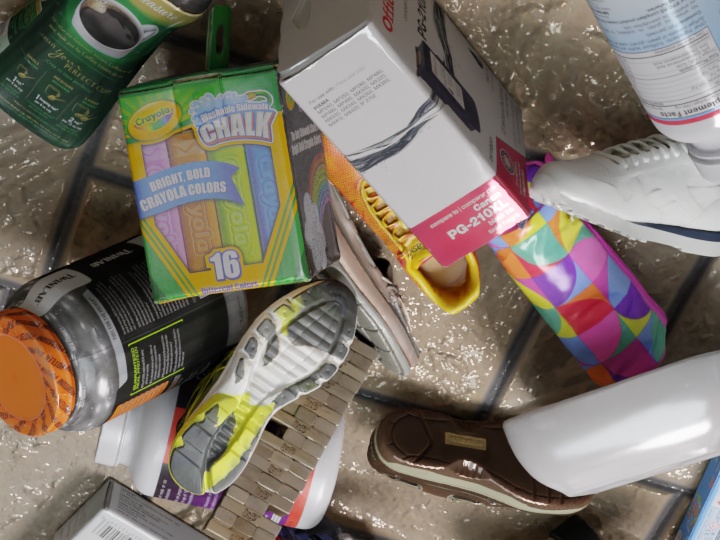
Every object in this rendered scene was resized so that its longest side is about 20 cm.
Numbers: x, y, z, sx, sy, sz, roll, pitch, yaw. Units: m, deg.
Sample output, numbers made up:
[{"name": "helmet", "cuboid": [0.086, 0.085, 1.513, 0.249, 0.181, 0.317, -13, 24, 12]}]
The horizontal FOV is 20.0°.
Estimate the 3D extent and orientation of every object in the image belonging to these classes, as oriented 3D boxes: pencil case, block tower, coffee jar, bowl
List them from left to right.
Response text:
[{"name": "coffee jar", "cuboid": [-0.185, -0.187, 1.485, 0.104, 0.086, 0.200, 36, 122, -20]}, {"name": "block tower", "cuboid": [-0.054, 0.133, 1.643, 0.057, 0.201, 0.054, 29, 167, -4]}, {"name": "pencil case", "cuboid": [0.168, 0.003, 1.615, 0.088, 0.089, 0.200, -26, 123, 21]}, {"name": "bowl", "cuboid": [0.224, 0.127, 1.635, 0.198, 0.200, 0.075, -18, 80, 16]}]

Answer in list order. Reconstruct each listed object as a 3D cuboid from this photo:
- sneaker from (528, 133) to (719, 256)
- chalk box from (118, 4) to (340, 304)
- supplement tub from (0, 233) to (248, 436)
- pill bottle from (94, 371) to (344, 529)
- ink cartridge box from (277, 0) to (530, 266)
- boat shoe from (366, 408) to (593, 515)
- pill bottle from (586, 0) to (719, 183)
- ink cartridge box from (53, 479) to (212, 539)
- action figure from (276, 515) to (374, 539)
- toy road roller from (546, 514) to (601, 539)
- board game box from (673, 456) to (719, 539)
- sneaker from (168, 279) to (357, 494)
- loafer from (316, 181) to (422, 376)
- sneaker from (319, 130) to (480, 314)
[{"name": "sneaker", "cuboid": [0.207, -0.067, 1.533, 0.199, 0.076, 0.081, 8, 108, -42]}, {"name": "chalk box", "cuboid": [-0.097, -0.090, 1.485, 0.123, 0.124, 0.202, -8, 96, 12]}, {"name": "supplement tub", "cuboid": [-0.192, 0.047, 1.577, 0.122, 0.199, 0.124, 19, 120, 36]}, {"name": "pill bottle", "cuboid": [-0.119, 0.144, 1.715, 0.198, 0.113, 0.113, 13, 127, -7]}, {"name": "ink cartridge box", "cuboid": [0.034, -0.127, 1.482, 0.084, 0.145, 0.200, -30, 120, 22]}, {"name": "boat shoe", "cuboid": [0.101, 0.168, 1.760, 0.201, 0.075, 0.075, 19, 149, -12]}, {"name": "pill bottle", "cuboid": [0.238, -0.165, 1.459, 0.108, 0.109, 0.201, -23, 119, 19]}, {"name": "ink cartridge box", "cuboid": [-0.202, 0.301, 1.881, 0.199, 0.044, 0.173, 34, 122, -21]}, {"name": "action figure", "cuboid": [-0.018, 0.268, 1.755, 0.192, 0.200, 0.106, 4, 99, -16]}, {"name": "toy road roller", "cuboid": [0.204, 0.327, 1.791, 0.122, 0.200, 0.147, -35, 134, -13]}, {"name": "board game box", "cuboid": [0.388, 0.232, 1.803, 0.198, 0.037, 0.152, 13, 127, -6]}, {"name": "sneaker", "cuboid": [-0.084, 0.080, 1.594, 0.074, 0.085, 0.200, 43, 90, -19]}, {"name": "loafer", "cuboid": [0.000, 0.000, 1.632, 0.063, 0.072, 0.200, -46, 122, -15]}, {"name": "sneaker", "cuboid": [0.035, -0.050, 1.578, 0.073, 0.077, 0.200, -38, 120, 9]}]
